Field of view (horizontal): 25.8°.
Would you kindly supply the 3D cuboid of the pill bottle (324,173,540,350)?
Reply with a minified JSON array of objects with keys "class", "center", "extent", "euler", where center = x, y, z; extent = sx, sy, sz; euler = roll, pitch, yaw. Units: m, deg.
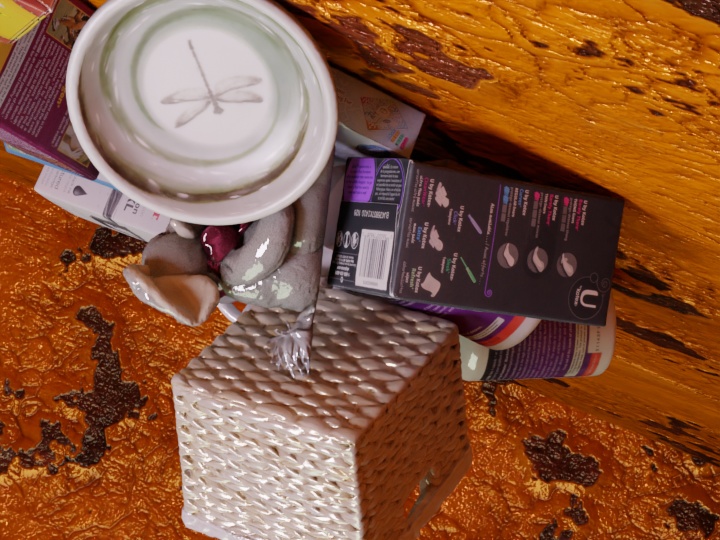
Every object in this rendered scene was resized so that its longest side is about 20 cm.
[{"class":"pill bottle","center":[0.067,-0.016,1.368],"extent":[0.199,0.113,0.112],"euler":[25,173,-25]}]

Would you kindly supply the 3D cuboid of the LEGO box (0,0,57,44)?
[{"class":"LEGO box","center":[-0.285,-0.234,1.108],"extent":[0.148,0.078,0.200],"euler":[24,173,-19]}]

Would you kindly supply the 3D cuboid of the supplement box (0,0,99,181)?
[{"class":"supplement box","center":[-0.291,-0.179,1.368],"extent":[0.102,0.132,0.200],"euler":[21,173,27]}]

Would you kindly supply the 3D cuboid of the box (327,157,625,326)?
[{"class":"box","center":[0.091,-0.022,1.247],"extent":[0.198,0.107,0.122],"euler":[8,-179,-26]}]

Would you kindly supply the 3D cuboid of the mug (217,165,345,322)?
[{"class":"mug","center":[-0.073,-0.040,1.465],"extent":[0.174,0.202,0.148],"euler":[14,177,9]}]

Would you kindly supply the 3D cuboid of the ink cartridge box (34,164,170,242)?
[{"class":"ink cartridge box","center":[-0.220,-0.109,1.629],"extent":[0.199,0.146,0.083],"euler":[19,171,34]}]

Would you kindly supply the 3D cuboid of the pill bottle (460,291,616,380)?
[{"class":"pill bottle","center":[0.145,0.053,1.569],"extent":[0.198,0.113,0.111],"euler":[-2,179,-13]}]

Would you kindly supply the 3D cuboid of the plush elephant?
[{"class":"plush elephant","center":[-0.108,-0.022,1.262],"extent":[0.153,0.202,0.165],"euler":[6,-178,-4]}]

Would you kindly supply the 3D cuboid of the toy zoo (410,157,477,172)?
[{"class":"toy zoo","center":[0.125,-0.057,1.427],"extent":[0.198,0.021,0.131],"euler":[23,173,-8]}]

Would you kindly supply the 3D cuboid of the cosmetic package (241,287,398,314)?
[{"class":"cosmetic package","center":[0.000,0.000,1.525],"extent":[0.150,0.201,0.052],"euler":[19,152,25]}]

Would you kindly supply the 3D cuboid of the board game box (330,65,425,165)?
[{"class":"board game box","center":[-0.073,-0.145,1.276],"extent":[0.198,0.044,0.200],"euler":[25,173,-20]}]

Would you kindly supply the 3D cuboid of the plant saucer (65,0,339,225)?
[{"class":"plant saucer","center":[-0.112,-0.129,1.140],"extent":[0.199,0.201,0.050],"euler":[23,-146,-10]}]

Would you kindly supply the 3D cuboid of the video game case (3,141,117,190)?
[{"class":"video game case","center":[-0.300,-0.166,1.561],"extent":[0.199,0.144,0.018],"euler":[19,-145,38]}]

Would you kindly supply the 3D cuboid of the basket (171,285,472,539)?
[{"class":"basket","center":[-0.030,0.134,1.343],"extent":[0.198,0.198,0.162],"euler":[16,128,27]}]
